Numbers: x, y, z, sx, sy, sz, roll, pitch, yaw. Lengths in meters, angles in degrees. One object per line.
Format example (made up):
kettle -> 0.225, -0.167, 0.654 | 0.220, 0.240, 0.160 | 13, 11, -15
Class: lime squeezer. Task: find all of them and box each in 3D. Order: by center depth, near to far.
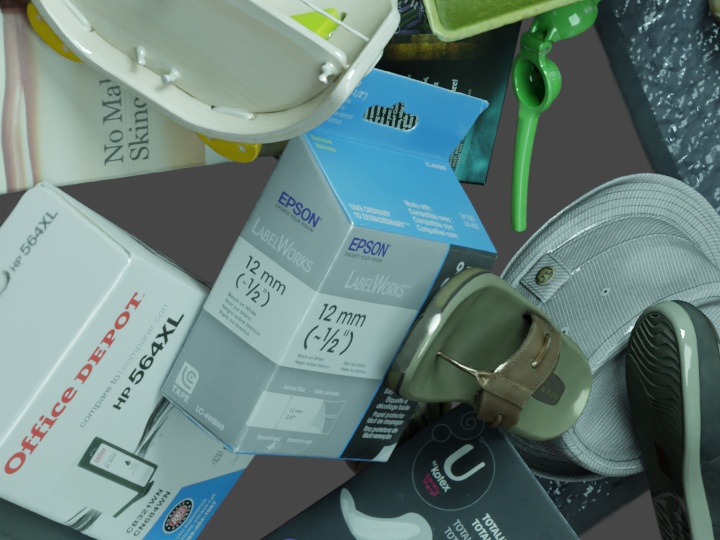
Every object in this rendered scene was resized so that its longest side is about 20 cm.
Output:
lime squeezer -> 0.116, -0.122, 1.536 | 0.201, 0.038, 0.071 | -62, 150, 4

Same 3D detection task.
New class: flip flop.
flip flop -> 0.082, 0.056, 1.429 | 0.081, 0.057, 0.200 | -57, 146, 2

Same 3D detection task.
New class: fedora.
fedora -> 0.166, 0.047, 1.576 | 0.200, 0.090, 0.177 | -37, 119, -9

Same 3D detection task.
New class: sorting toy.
sorting toy -> -0.057, -0.166, 1.317 | 0.200, 0.107, 0.180 | 33, 54, 7

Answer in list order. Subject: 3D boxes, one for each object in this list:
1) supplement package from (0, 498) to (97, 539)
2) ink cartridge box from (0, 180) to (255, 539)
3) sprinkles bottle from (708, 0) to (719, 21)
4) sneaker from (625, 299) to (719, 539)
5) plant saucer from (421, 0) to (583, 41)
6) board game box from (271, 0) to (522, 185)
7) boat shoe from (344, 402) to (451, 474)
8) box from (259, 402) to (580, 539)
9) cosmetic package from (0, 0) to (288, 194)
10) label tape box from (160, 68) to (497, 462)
supplement package -> -0.200, 0.245, 1.425 | 0.191, 0.147, 0.201 | 23, 103, -34
ink cartridge box -> -0.135, 0.060, 1.404 | 0.146, 0.084, 0.200 | -54, 147, 2
sprinkles bottle -> 0.289, -0.110, 1.593 | 0.068, 0.068, 0.200 | -46, 119, -4
sneaker -> 0.219, 0.085, 1.525 | 0.106, 0.075, 0.201 | -22, 129, -13
plant saucer -> 0.086, -0.241, 1.436 | 0.199, 0.048, 0.201 | -19, 96, -26
board game box -> 0.029, -0.153, 1.481 | 0.135, 0.028, 0.201 | 6, 105, -26
boat shoe -> 0.025, 0.027, 1.522 | 0.062, 0.073, 0.201 | -14, 125, -31
box -> 0.025, 0.187, 1.513 | 0.200, 0.122, 0.106 | -34, 152, -3
cosmetic package -> -0.131, -0.107, 1.390 | 0.199, 0.087, 0.104 | -11, 112, -21
label tape box -> 0.000, 0.000, 1.383 | 0.143, 0.066, 0.201 | 10, 113, -55
